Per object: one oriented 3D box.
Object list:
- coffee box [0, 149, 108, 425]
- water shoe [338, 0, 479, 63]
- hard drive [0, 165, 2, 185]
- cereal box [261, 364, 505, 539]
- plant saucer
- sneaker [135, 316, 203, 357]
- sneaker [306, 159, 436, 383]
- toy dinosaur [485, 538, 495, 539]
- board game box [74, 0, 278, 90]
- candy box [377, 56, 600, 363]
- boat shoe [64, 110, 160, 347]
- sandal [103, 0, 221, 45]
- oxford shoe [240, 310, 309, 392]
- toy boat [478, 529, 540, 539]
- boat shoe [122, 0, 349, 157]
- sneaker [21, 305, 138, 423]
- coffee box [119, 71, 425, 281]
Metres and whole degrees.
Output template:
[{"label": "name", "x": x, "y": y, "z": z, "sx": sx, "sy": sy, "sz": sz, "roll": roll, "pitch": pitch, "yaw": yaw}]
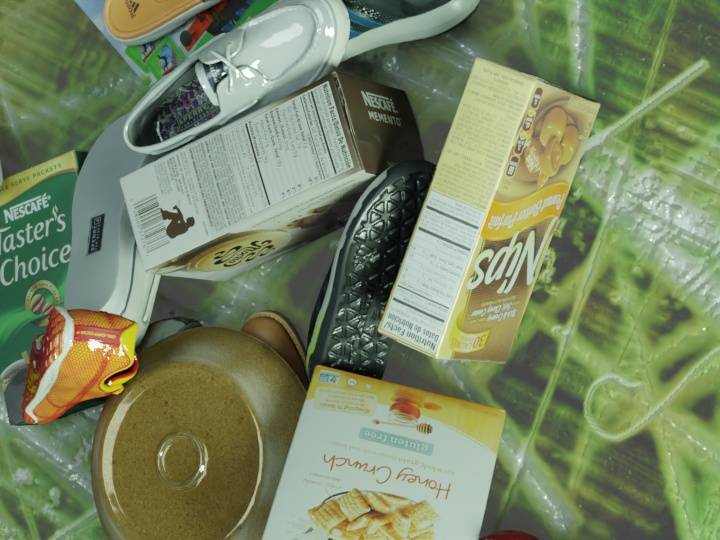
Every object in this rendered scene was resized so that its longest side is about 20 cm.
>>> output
[{"label": "coffee box", "x": -0.248, "y": 0.015, "z": 1.605, "sx": 0.122, "sy": 0.044, "sz": 0.202, "roll": -17, "pitch": 78, "yaw": 28}, {"label": "water shoe", "x": -0.010, "y": -0.202, "z": 1.462, "sx": 0.198, "sy": 0.072, "sz": 0.079, "roll": -15, "pitch": 117, "yaw": 20}, {"label": "hard drive", "x": -0.382, "y": -0.062, "z": 1.668, "sx": 0.200, "sy": 0.025, "sz": 0.133, "roll": -38, "pitch": 44, "yaw": 21}, {"label": "cereal box", "x": 0.013, "y": 0.165, "z": 1.352, "sx": 0.143, "sy": 0.040, "sz": 0.201, "roll": 13, "pitch": 48, "yaw": 4}, {"label": "plant saucer", "x": -0.124, "y": 0.140, "z": 1.451, "sx": 0.199, "sy": 0.035, "sz": 0.202, "roll": -4, "pitch": 80, "yaw": 26}, {"label": "sneaker", "x": -0.137, "y": 0.131, "z": 1.511, "sx": 0.079, "sy": 0.074, "sz": 0.202, "roll": -22, "pitch": 75, "yaw": 39}, {"label": "sneaker", "x": 0.000, "y": 0.000, "z": 1.439, "sx": 0.083, "sy": 0.071, "sz": 0.201, "roll": -114, "pitch": 44, "yaw": -60}, {"label": "toy dinosaur", "x": 0.168, "y": 0.245, "z": 1.309, "sx": 0.199, "sy": 0.136, "sz": 0.103, "roll": 19, "pitch": 137, "yaw": 21}, {"label": "board game box", "x": -0.145, "y": -0.232, "z": 1.571, "sx": 0.151, "sy": 0.037, "sz": 0.200, "roll": -49, "pitch": 65, "yaw": 17}, {"label": "candy box", "x": 0.091, "y": -0.038, "z": 1.380, "sx": 0.055, "sy": 0.115, "sz": 0.202, "roll": 23, "pitch": 97, "yaw": 29}, {"label": "boat shoe", "x": -0.180, "y": -0.031, "z": 1.549, "sx": 0.072, "sy": 0.066, "sz": 0.201, "roll": -19, "pitch": 50, "yaw": 26}, {"label": "sandal", "x": -0.125, "y": -0.238, "z": 1.505, "sx": 0.206, "sy": 0.059, "sz": 0.080, "roll": -33, "pitch": 72, "yaw": 21}, {"label": "oxford shoe", "x": -0.074, "y": 0.129, "z": 1.487, "sx": 0.071, "sy": 0.071, "sz": 0.202, "roll": -6, "pitch": 82, "yaw": 30}, {"label": "toy boat", "x": 0.054, "y": 0.266, "z": 1.369, "sx": 0.199, "sy": 0.130, "sz": 0.131, "roll": -29, "pitch": 73, "yaw": 24}, {"label": "boat shoe", "x": -0.095, "y": -0.141, "z": 1.441, "sx": 0.199, "sy": 0.068, "sz": 0.073, "roll": -24, "pitch": 84, "yaw": 33}, {"label": "sneaker", "x": -0.209, "y": 0.078, "z": 1.476, "sx": 0.200, "sy": 0.076, "sz": 0.074, "roll": 147, "pitch": 131, "yaw": -69}, {"label": "coffee box", "x": -0.062, "y": -0.066, "z": 1.469, "sx": 0.199, "sy": 0.113, "sz": 0.080, "roll": -24, "pitch": 76, "yaw": 25}]
